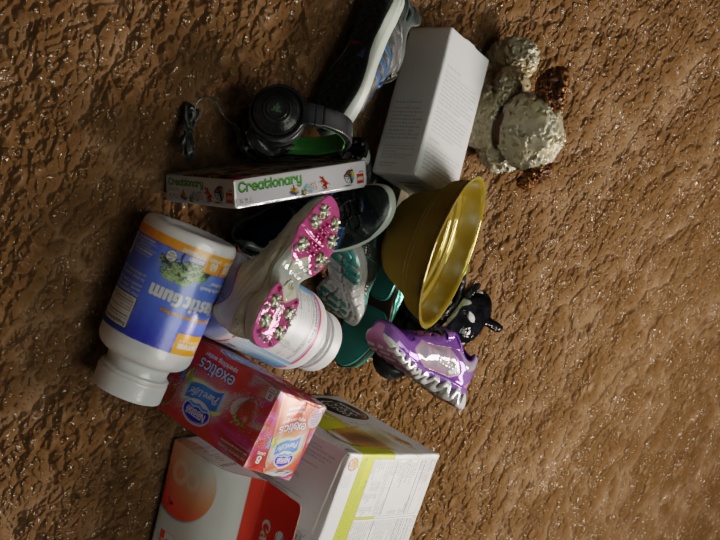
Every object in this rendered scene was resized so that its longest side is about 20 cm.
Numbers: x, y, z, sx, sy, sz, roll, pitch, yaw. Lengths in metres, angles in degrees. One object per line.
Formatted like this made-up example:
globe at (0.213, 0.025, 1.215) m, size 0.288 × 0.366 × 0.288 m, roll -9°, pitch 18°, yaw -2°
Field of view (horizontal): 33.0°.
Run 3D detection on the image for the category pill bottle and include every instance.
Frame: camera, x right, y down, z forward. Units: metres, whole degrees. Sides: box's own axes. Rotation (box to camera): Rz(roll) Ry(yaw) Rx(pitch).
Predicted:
pill bottle at (-0.111, 0.058, 1.500) m, size 0.200 × 0.109 × 0.109 m, roll 32°, pitch 86°, yaw -51°
pill bottle at (-0.226, 0.046, 1.367) m, size 0.112 × 0.112 × 0.201 m, roll 18°, pitch 96°, yaw -50°

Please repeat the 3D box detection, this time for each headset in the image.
headset at (-0.107, -0.154, 1.389) m, size 0.199 × 0.123 × 0.094 m, roll 10°, pitch 76°, yaw -20°

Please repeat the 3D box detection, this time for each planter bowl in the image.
planter bowl at (0.081, -0.035, 1.524) m, size 0.201 × 0.083 × 0.201 m, roll -55°, pitch 157°, yaw -37°

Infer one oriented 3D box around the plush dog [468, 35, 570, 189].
plush dog at (0.204, -0.205, 1.651) m, size 0.160 × 0.171 × 0.201 m, roll -15°, pitch 122°, yaw -41°

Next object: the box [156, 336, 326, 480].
box at (-0.152, 0.155, 1.436) m, size 0.095 × 0.200 × 0.100 m, roll 27°, pitch 90°, yaw -52°

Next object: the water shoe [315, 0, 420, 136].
water shoe at (0.016, -0.245, 1.489) m, size 0.079 × 0.071 × 0.201 m, roll 26°, pitch 90°, yaw -46°

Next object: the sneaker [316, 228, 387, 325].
sneaker at (0.000, 0.000, 1.574) m, size 0.091 × 0.078 × 0.200 m, roll -44°, pitch 166°, yaw -25°

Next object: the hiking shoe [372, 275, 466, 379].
hiking shoe at (0.083, 0.063, 1.718) m, size 0.200 × 0.076 × 0.101 m, roll -53°, pitch 168°, yaw -26°

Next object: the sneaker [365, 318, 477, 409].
sneaker at (0.090, 0.108, 1.651) m, size 0.200 × 0.080 × 0.089 m, roll 37°, pitch 84°, yaw -37°

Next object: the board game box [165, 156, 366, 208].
board game box at (-0.107, -0.104, 1.403) m, size 0.200 × 0.126 × 0.035 m, roll -13°, pitch 105°, yaw -43°

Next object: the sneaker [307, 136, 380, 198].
sneaker at (-0.036, -0.067, 1.548) m, size 0.200 × 0.066 × 0.091 m, roll -56°, pitch 137°, yaw -13°

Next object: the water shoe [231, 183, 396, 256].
water shoe at (-0.055, -0.056, 1.446) m, size 0.079 × 0.199 × 0.072 m, roll 32°, pitch 41°, yaw -72°

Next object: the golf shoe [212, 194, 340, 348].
golf shoe at (-0.095, -0.009, 1.371) m, size 0.200 × 0.091 × 0.075 m, roll -59°, pitch 142°, yaw -26°

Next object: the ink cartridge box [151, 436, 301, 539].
ink cartridge box at (-0.171, 0.320, 1.502) m, size 0.050 × 0.200 × 0.163 m, roll 0°, pitch 110°, yaw -47°

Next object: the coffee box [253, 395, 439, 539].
coffee box at (-0.052, 0.292, 1.617) m, size 0.197 × 0.199 × 0.201 m, roll 10°, pitch 102°, yaw -50°

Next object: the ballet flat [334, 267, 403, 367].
ballet flat at (0.029, 0.049, 1.684) m, size 0.070 × 0.067 × 0.201 m, roll 15°, pitch 101°, yaw -63°

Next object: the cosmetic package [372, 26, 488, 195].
cosmetic package at (0.092, -0.202, 1.573) m, size 0.101 × 0.071 × 0.201 m, roll 28°, pitch 74°, yaw -51°

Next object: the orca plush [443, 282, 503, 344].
orca plush at (0.171, 0.079, 1.782) m, size 0.105 × 0.071 × 0.200 m, roll -58°, pitch 173°, yaw 3°

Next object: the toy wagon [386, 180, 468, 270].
toy wagon at (0.083, -0.046, 1.639) m, size 0.155 × 0.040 × 0.201 m, roll 35°, pitch 57°, yaw -28°
